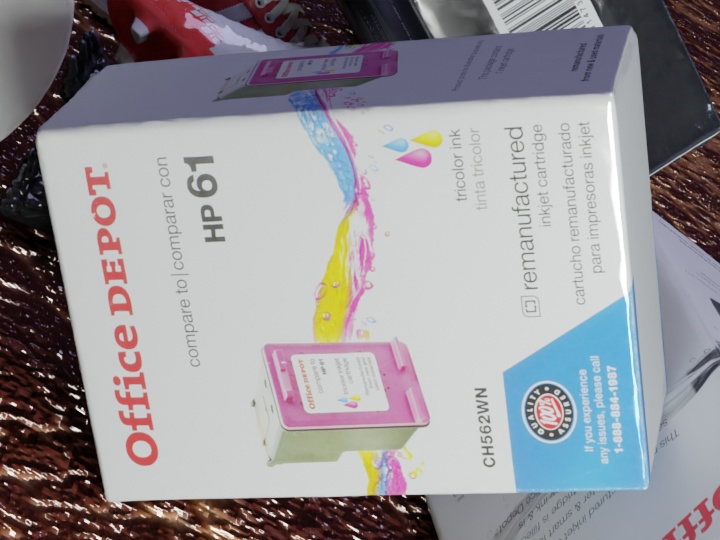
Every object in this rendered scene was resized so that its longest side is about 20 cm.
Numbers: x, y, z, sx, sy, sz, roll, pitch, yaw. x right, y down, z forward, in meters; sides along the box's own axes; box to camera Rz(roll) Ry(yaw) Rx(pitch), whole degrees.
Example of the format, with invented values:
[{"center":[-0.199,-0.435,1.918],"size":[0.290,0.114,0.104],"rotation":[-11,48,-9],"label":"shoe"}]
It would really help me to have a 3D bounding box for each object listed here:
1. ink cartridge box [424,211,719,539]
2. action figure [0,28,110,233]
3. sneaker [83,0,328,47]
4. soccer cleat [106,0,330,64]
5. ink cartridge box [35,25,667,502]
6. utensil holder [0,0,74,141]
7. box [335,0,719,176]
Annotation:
[{"center":[0.109,0.089,0.812],"size":[0.083,0.145,0.200],"rotation":[34,20,-28],"label":"ink cartridge box"},{"center":[-0.045,-0.010,0.852],"size":[0.199,0.119,0.102],"rotation":[28,-10,2],"label":"action figure"},{"center":[-0.050,-0.148,1.126],"size":[0.199,0.113,0.071],"rotation":[33,22,-2],"label":"sneaker"},{"center":[-0.037,-0.088,1.045],"size":[0.200,0.069,0.085],"rotation":[38,66,-1],"label":"soccer cleat"},{"center":[0.000,0.000,0.730],"size":[0.199,0.145,0.085],"rotation":[-3,22,15],"label":"ink cartridge box"},{"center":[-0.204,-0.153,0.848],"size":[0.169,0.170,0.200],"rotation":[21,27,-30],"label":"utensil holder"},{"center":[0.066,-0.144,1.112],"size":[0.201,0.123,0.198],"rotation":[60,-6,-21],"label":"box"}]
